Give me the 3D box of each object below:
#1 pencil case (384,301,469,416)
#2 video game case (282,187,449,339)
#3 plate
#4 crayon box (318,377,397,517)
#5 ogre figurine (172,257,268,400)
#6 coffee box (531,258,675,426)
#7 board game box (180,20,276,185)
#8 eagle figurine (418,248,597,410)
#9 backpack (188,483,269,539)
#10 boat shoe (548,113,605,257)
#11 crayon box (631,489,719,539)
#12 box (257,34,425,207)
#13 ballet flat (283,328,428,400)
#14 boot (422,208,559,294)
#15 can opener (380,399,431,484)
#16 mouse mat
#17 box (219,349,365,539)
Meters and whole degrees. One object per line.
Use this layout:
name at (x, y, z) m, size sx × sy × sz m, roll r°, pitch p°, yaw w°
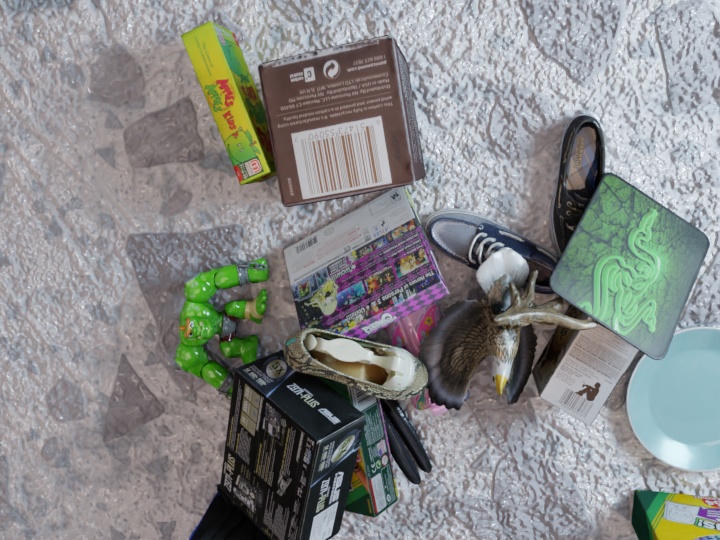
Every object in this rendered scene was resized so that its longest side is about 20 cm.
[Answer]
pencil case at (0.078, 0.093, 1.003) m, size 0.086 × 0.087 × 0.203 m, roll -20°, pitch 95°, yaw 11°
video game case at (0.000, 0.000, 0.966) m, size 0.198 × 0.183 × 0.036 m, roll -28°, pitch 139°, yaw 12°
plate at (0.460, 0.173, 0.991) m, size 0.196 × 0.026 × 0.204 m, roll 1°, pitch 100°, yaw 7°
crayon box at (-0.045, 0.221, 1.007) m, size 0.171 × 0.058 × 0.204 m, roll -5°, pitch 99°, yaw 43°
ogre figurine at (-0.200, 0.081, 1.040) m, size 0.118 × 0.099 × 0.203 m, roll 8°, pitch 116°, yaw -11°
coffee box at (0.309, 0.082, 0.953) m, size 0.079 × 0.113 × 0.202 m, roll 28°, pitch 101°, yaw 3°
board game box at (-0.165, -0.219, 0.978) m, size 0.047 × 0.102 × 0.203 m, roll -21°, pitch 96°, yaw 10°
eagle figurine at (0.169, 0.091, 0.911) m, size 0.151 × 0.201 × 0.151 m, roll 40°, pitch 62°, yaw 9°
backpack at (-0.171, 0.434, 1.035) m, size 0.159 × 0.200 × 0.171 m, roll 13°, pitch 101°, yaw 5°
boat shoe at (0.288, -0.100, 0.949) m, size 0.068 × 0.066 × 0.204 m, roll 6°, pitch 100°, yaw 7°
crayon box at (0.471, 0.356, 0.943) m, size 0.196 × 0.173 × 0.060 m, roll 3°, pitch 100°, yaw 7°
box at (-0.014, -0.180, 0.912) m, size 0.163 × 0.200 × 0.167 m, roll -9°, pitch 98°, yaw 9°
ballet flat at (0.006, 0.112, 0.885) m, size 0.197 × 0.075 × 0.069 m, roll 16°, pitch 66°, yaw -17°
boot at (0.175, -0.028, 0.965) m, size 0.197 × 0.090 × 0.074 m, roll 18°, pitch 102°, yaw 5°
can opener at (0.040, 0.214, 1.048) m, size 0.063 × 0.078 × 0.201 m, roll -41°, pitch 96°, yaw -27°
mouse mat at (0.327, -0.012, 0.879) m, size 0.160 × 0.008 × 0.201 m, roll 33°, pitch 65°, yaw 3°
box at (-0.093, 0.237, 0.945) m, size 0.163 × 0.085 × 0.203 m, roll 31°, pitch 122°, yaw 34°
